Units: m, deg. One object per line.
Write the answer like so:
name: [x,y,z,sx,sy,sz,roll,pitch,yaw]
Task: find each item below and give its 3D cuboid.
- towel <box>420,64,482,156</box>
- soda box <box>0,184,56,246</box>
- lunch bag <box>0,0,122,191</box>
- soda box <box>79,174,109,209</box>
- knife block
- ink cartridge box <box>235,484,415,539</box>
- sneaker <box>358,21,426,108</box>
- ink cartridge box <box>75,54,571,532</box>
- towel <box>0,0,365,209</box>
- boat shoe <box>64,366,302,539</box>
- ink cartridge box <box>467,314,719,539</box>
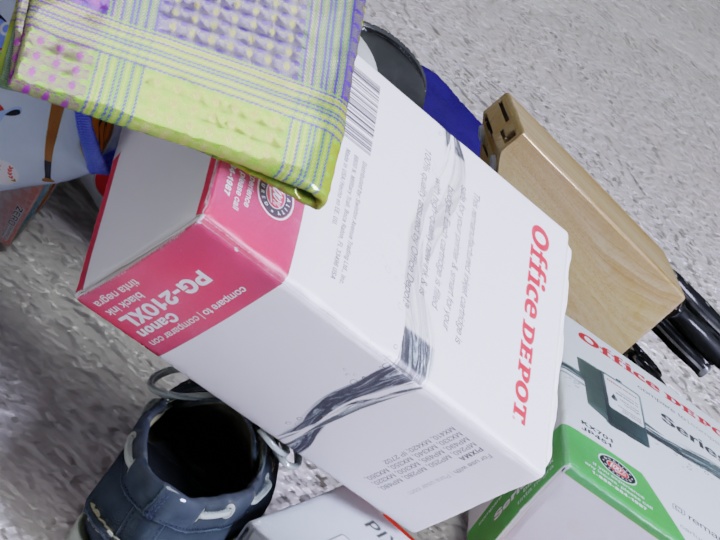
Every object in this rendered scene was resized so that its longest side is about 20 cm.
towel: [0.022,-0.091,1.529,0.148,0.050,0.200,51,24,23]
soda box: [-0.145,-0.116,1.079,0.068,0.201,0.064,31,19,-3]
lunch bag: [-0.188,-0.134,0.976,0.169,0.201,0.124,-6,10,15]
soda box: [-0.090,-0.094,1.216,0.068,0.063,0.200,58,26,-9]
knife block: [0.155,-0.003,1.349,0.174,0.201,0.064,-1,26,-7]
ink cartridge box: [0.053,0.170,0.966,0.200,0.044,0.173,41,22,17]
sneaker: [-0.037,-0.093,1.170,0.200,0.074,0.089,20,56,-46]
ink cartridge box: [-0.008,-0.003,0.954,0.200,0.084,0.145,38,42,-28]
towel: [-0.065,-0.122,0.899,0.143,0.023,0.201,18,49,-16]
boat shoe: [-0.068,0.078,0.956,0.075,0.062,0.200,37,20,5]
ink cartridge box: [0.133,0.122,1.134,0.146,0.083,0.200,35,18,-10]
